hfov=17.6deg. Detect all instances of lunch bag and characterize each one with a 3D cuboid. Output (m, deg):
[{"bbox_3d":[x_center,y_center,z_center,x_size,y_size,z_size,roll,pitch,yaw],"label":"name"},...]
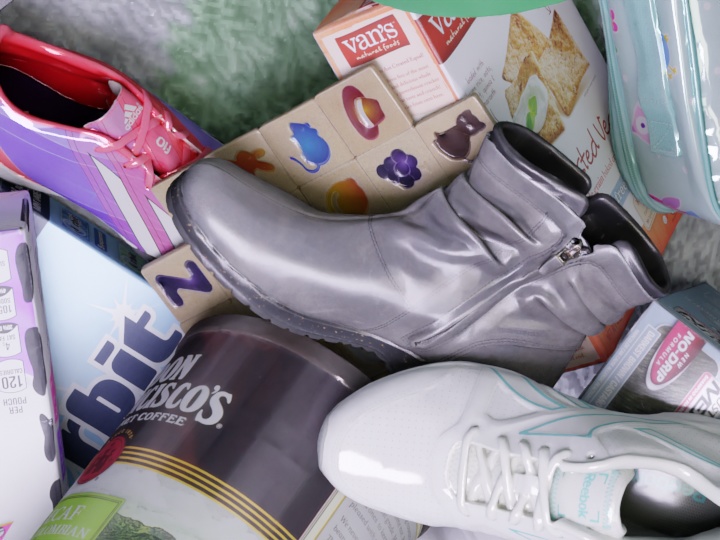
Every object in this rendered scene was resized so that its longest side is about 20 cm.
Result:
[{"bbox_3d":[0.182,-0.129,1.093,0.160,0.077,0.201,-21,111,-28],"label":"lunch bag"}]

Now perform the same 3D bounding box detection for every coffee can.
[{"bbox_3d":[-0.074,0.141,1.039,0.147,0.146,0.200,49,57,-19],"label":"coffee can"}]

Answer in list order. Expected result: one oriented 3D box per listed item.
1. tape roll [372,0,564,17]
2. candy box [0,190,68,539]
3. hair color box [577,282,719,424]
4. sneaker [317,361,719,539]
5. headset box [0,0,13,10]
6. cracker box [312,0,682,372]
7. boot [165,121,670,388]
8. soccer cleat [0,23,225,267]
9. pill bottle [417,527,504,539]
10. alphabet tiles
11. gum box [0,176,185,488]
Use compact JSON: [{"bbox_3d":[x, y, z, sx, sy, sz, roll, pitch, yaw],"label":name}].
[{"bbox_3d":[0.059,-0.199,1.015,0.199,0.201,0.048,-22,140,0],"label":"tape roll"},{"bbox_3d":[-0.224,0.075,1.084,0.166,0.072,0.202,-7,108,-5],"label":"candy box"},{"bbox_3d":[0.147,0.064,1.112,0.061,0.200,0.099,38,100,10],"label":"hair color box"},{"bbox_3d":[0.079,0.083,0.974,0.199,0.080,0.071,6,99,4],"label":"sneaker"},{"bbox_3d":[-0.163,-0.215,1.041,0.200,0.077,0.149,-38,110,4],"label":"headset box"},{"bbox_3d":[0.070,-0.068,1.090,0.057,0.134,0.201,-18,114,35],"label":"cracker box"},{"bbox_3d":[0.027,-0.021,1.009,0.199,0.070,0.132,31,123,-15],"label":"boot"},{"bbox_3d":[-0.102,-0.053,1.097,0.199,0.073,0.069,26,61,-13],"label":"soccer cleat"},{"bbox_3d":[0.010,0.187,1.180,0.199,0.113,0.114,-30,110,3],"label":"pill bottle"},{"bbox_3d":[0.000,0.000,1.067,0.199,0.006,0.167,-26,109,30],"label":"alphabet tiles"},{"bbox_3d":[-0.143,0.073,1.157,0.199,0.045,0.170,32,101,-17],"label":"gum box"}]
